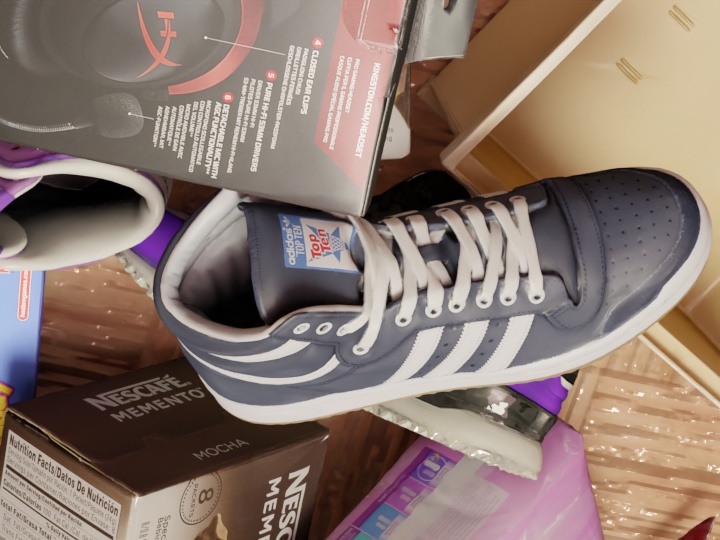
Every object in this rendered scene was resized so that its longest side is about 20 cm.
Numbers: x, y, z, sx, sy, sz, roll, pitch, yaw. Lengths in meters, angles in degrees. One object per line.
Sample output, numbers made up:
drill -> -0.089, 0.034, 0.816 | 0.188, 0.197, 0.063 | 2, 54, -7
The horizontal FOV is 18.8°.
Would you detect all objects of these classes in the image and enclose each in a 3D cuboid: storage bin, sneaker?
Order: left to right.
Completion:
sneaker -> -0.169, -0.047, 0.816 | 0.200, 0.114, 0.073 | 3, 114, -10
sneaker -> 0.000, 0.000, 0.871 | 0.200, 0.070, 0.100 | 25, 88, 12
sneaker -> 0.023, -0.003, 0.770 | 0.199, 0.070, 0.109 | -17, 154, 10
storage bin -> 0.162, -0.068, 0.873 | 0.198, 0.094, 0.200 | 40, 101, -22

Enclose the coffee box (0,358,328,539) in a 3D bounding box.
coffee box -> -0.094, 0.148, 0.896 | 0.113, 0.080, 0.201 | -13, 122, -48

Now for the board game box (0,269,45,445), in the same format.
board game box -> -0.203, 0.070, 0.896 | 0.134, 0.045, 0.201 | 4, 112, -11

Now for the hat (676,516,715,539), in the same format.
hat -> 0.034, 0.200, 0.991 | 0.199, 0.166, 0.177 | 7, 78, -20

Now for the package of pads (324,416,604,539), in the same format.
package of pads -> 0.021, 0.154, 0.897 | 0.200, 0.076, 0.121 | -45, 140, -23

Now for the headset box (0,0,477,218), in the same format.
headset box -> -0.058, -0.111, 0.706 | 0.199, 0.075, 0.149 | 11, 114, 0

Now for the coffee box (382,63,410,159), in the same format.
coffee box -> -0.027, -0.151, 0.795 | 0.080, 0.113, 0.201 | -4, 114, -8
